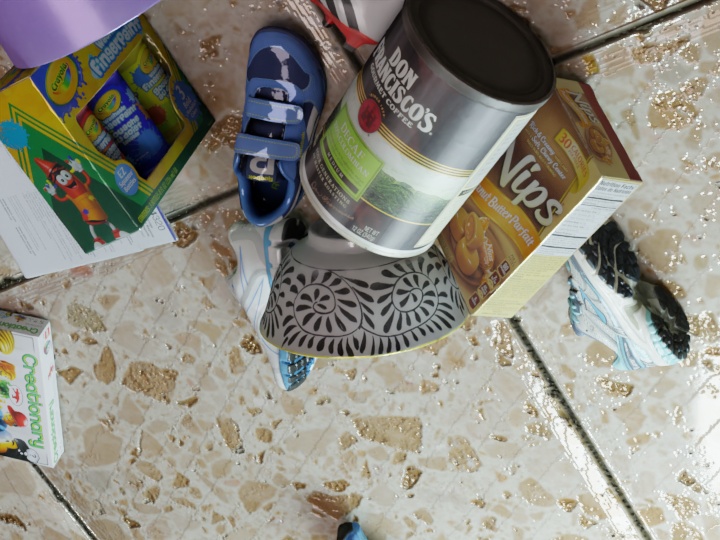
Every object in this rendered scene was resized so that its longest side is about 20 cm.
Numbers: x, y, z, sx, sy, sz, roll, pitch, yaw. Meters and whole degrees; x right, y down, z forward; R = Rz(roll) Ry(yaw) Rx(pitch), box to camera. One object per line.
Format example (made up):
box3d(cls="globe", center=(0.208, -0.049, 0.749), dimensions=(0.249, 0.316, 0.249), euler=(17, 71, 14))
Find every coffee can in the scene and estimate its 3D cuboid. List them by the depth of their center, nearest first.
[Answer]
box3d(cls="coffee can", center=(0.056, -0.129, 1.325), dimensions=(0.146, 0.146, 0.200), euler=(33, 129, -5))

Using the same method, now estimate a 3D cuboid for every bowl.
box3d(cls="bowl", center=(0.000, 0.000, 1.416), dimensions=(0.200, 0.201, 0.094), euler=(2, 111, 18))

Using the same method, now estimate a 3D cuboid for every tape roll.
box3d(cls="tape roll", center=(-0.233, -0.261, 1.296), dimensions=(0.200, 0.200, 0.085), euler=(-17, 118, 29))

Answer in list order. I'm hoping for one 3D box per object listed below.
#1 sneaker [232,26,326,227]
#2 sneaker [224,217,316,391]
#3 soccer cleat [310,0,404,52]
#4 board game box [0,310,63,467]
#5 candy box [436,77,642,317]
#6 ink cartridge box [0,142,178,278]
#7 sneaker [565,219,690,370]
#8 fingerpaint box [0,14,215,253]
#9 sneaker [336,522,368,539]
box3d(cls="sneaker", center=(-0.078, -0.128, 1.414), dimensions=(0.074, 0.082, 0.200), euler=(11, 125, 13))
box3d(cls="sneaker", center=(-0.093, 0.031, 1.551), dimensions=(0.087, 0.075, 0.200), euler=(9, 122, 25))
box3d(cls="soccer cleat", center=(-0.041, -0.275, 1.310), dimensions=(0.200, 0.069, 0.085), euler=(39, 117, -13))
box3d(cls="board game box", center=(-0.411, 0.132, 1.749), dimensions=(0.126, 0.035, 0.200), euler=(11, 127, 12))
box3d(cls="candy box", center=(0.151, -0.061, 1.358), dimensions=(0.055, 0.116, 0.200), euler=(3, 141, -37))
box3d(cls="ink cartridge box", center=(-0.302, -0.098, 1.541), dimensions=(0.200, 0.043, 0.197), euler=(-13, 118, 24))
box3d(cls="sneaker", center=(0.221, 0.023, 1.423), dimensions=(0.086, 0.078, 0.200), euler=(-26, 113, 36))
box3d(cls="fingerpaint box", center=(-0.233, -0.143, 1.382), dimensions=(0.073, 0.200, 0.167), euler=(-21, 115, 29))
box3d(cls="sneaker", center=(0.043, 0.354, 1.741), dimensions=(0.090, 0.078, 0.200), euler=(-30, 115, 14))
